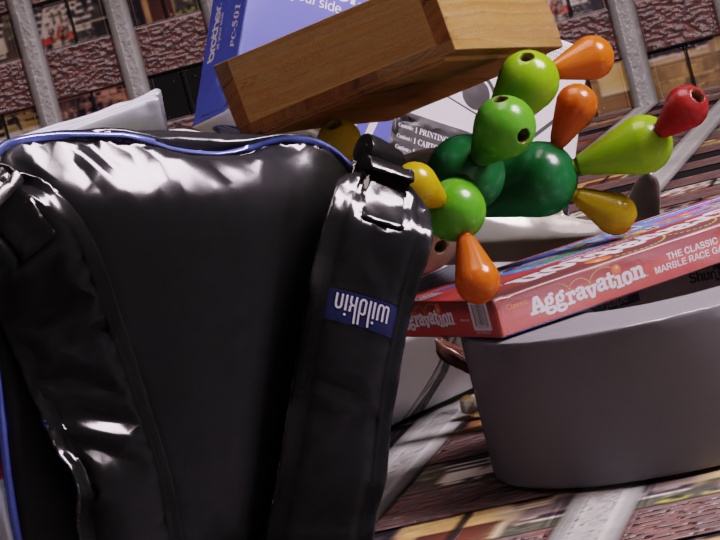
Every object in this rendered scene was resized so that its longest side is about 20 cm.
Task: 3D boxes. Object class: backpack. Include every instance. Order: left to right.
[{"bbox_3d":[-0.083,0.052,0.959,0.200,0.191,0.154,-1,-10,-33],"label":"backpack"}]

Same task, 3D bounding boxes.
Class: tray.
[{"bbox_3d":[0.018,-0.093,1.177,0.099,0.037,0.200,-22,-2,18],"label":"tray"}]

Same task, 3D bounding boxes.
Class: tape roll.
[{"bbox_3d":[0.147,0.034,1.165,0.200,0.066,0.200,-15,5,1],"label":"tape roll"}]

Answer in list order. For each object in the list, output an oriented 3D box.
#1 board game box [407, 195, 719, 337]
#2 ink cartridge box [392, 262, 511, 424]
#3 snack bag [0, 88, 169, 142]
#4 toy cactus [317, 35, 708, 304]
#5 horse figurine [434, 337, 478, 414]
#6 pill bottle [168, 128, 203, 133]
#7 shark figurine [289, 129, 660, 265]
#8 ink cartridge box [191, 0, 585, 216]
[{"bbox_3d":[0.123,-0.007,1.200,0.200,0.019,0.103,-18,7,-24],"label":"board game box"},{"bbox_3d":[0.000,0.000,1.396,0.200,0.146,0.085,-23,-31,-41],"label":"ink cartridge box"},{"bbox_3d":[-0.183,-0.006,1.381,0.200,0.021,0.189,-20,-32,-6],"label":"snack bag"},{"bbox_3d":[0.045,-0.027,1.178,0.200,0.102,0.165,-22,-11,-29],"label":"toy cactus"},{"bbox_3d":[0.130,0.029,1.348,0.132,0.050,0.200,-17,0,45],"label":"horse figurine"},{"bbox_3d":[-0.139,0.016,1.297,0.200,0.112,0.112,-24,0,33],"label":"pill bottle"},{"bbox_3d":[0.044,-0.009,1.305,0.214,0.090,0.128,13,-14,-10],"label":"shark figurine"},{"bbox_3d":[0.018,-0.092,1.352,0.200,0.094,0.044,17,-17,-26],"label":"ink cartridge box"}]
